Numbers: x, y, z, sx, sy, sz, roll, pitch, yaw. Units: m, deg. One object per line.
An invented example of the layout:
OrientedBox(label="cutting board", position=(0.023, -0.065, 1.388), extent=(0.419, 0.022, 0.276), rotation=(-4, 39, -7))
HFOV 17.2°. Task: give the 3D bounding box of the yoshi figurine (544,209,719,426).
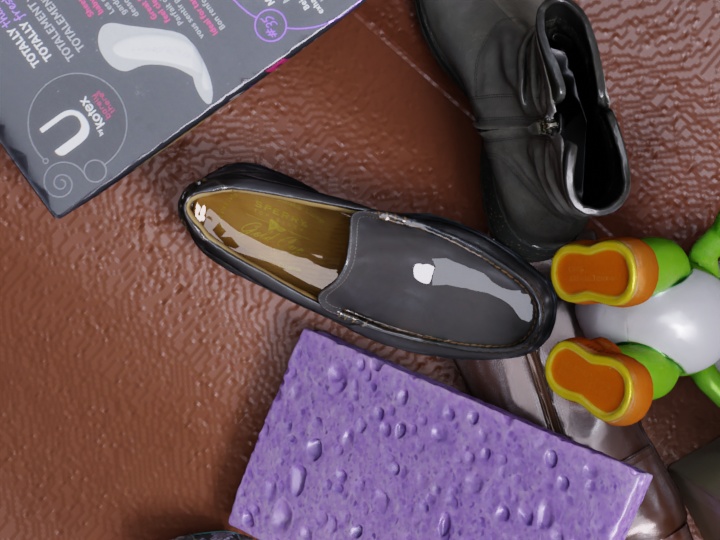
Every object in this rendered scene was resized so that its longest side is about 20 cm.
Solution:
OrientedBox(label="yoshi figurine", position=(0.187, 0.028, 1.180), extent=(0.112, 0.200, 0.112), rotation=(-46, 61, 33))

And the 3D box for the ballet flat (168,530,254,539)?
OrientedBox(label="ballet flat", position=(-0.049, 0.228, 1.232), extent=(0.072, 0.072, 0.201), rotation=(-16, 95, -4))

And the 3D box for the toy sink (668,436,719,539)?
OrientedBox(label="toy sink", position=(0.253, 0.128, 1.184), extent=(0.130, 0.200, 0.112), rotation=(-29, 94, -4))

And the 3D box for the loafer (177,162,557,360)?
OrientedBox(label="loafer", position=(0.000, 0.000, 1.195), extent=(0.199, 0.072, 0.073), rotation=(16, 95, 12))

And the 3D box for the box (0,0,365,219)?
OrientedBox(label="box", position=(-0.104, -0.132, 1.189), extent=(0.200, 0.106, 0.122), rotation=(-35, 96, -2))

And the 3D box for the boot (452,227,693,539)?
OrientedBox(label="boot", position=(0.063, 0.087, 1.239), extent=(0.186, 0.064, 0.201), rotation=(-20, 91, -3))

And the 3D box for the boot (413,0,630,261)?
OrientedBox(label="boot", position=(0.086, -0.110, 1.178), extent=(0.067, 0.131, 0.201), rotation=(-13, 78, -14))

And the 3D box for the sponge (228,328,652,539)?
OrientedBox(label="sponge", position=(0.037, 0.115, 1.201), extent=(0.199, 0.030, 0.112), rotation=(23, 93, 25))
